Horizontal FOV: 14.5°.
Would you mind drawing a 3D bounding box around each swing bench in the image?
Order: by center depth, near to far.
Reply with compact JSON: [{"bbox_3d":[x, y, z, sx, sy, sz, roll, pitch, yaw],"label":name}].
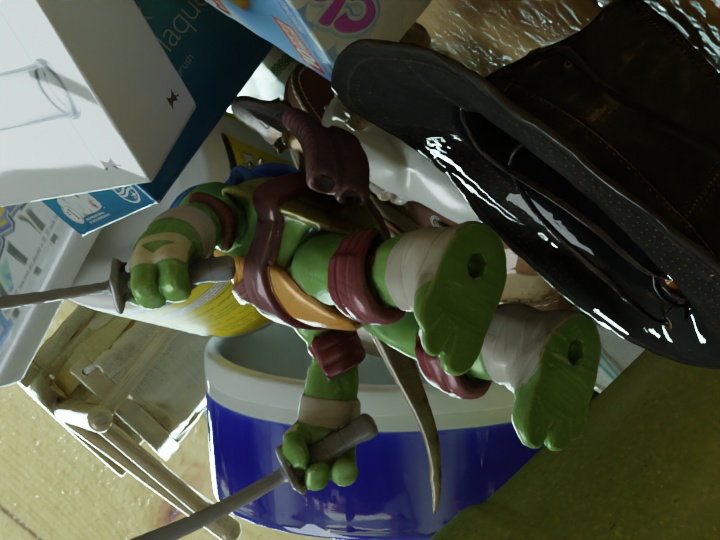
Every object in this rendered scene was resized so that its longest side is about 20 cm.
[{"bbox_3d":[-0.093,0.031,1.704,0.130,0.199,0.200,44,170,-26],"label":"swing bench"}]

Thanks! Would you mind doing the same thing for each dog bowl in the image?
[{"bbox_3d":[0.020,0.074,1.453,0.198,0.079,0.200,-1,-169,0],"label":"dog bowl"}]

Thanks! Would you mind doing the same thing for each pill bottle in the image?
[{"bbox_3d":[-0.081,-0.025,1.401,0.111,0.112,0.200,36,-173,21],"label":"pill bottle"}]

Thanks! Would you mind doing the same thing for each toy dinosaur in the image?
[{"bbox_3d":[0.000,0.000,1.221,0.201,0.060,0.106,67,-164,15],"label":"toy dinosaur"}]

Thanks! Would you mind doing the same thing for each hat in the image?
[{"bbox_3d":[0.087,-0.044,0.955,0.200,0.081,0.201,35,173,5],"label":"hat"}]

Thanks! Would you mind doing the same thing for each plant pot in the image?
[{"bbox_3d":[0.144,0.110,1.148,0.200,0.184,0.200,39,172,7],"label":"plant pot"}]

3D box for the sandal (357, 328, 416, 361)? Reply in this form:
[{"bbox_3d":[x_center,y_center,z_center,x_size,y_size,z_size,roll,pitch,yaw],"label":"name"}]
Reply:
[{"bbox_3d":[0.021,0.018,1.405,0.079,0.059,0.206,32,-173,30],"label":"sandal"}]

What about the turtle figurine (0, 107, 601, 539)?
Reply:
[{"bbox_3d":[-0.026,0.037,1.031,0.193,0.200,0.145,8,123,44],"label":"turtle figurine"}]

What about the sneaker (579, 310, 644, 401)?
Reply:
[{"bbox_3d":[0.087,0.021,1.295,0.200,0.080,0.070,34,172,42],"label":"sneaker"}]

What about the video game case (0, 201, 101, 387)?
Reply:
[{"bbox_3d":[-0.177,-0.077,1.309,0.183,0.022,0.200,52,133,24],"label":"video game case"}]

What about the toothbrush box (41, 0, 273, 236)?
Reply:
[{"bbox_3d":[-0.130,-0.137,1.139,0.200,0.147,0.085,42,154,-14],"label":"toothbrush box"}]

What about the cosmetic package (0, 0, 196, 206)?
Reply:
[{"bbox_3d":[-0.172,-0.111,1.027,0.150,0.052,0.201,-10,127,31],"label":"cosmetic package"}]

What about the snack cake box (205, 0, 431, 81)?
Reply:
[{"bbox_3d":[-0.057,-0.161,1.010,0.115,0.067,0.200,32,168,36],"label":"snack cake box"}]

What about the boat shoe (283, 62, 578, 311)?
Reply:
[{"bbox_3d":[0.033,-0.044,1.258,0.200,0.075,0.072,44,144,36],"label":"boat shoe"}]

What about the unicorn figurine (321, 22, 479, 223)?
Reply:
[{"bbox_3d":[0.038,-0.051,1.148,0.200,0.074,0.138,40,168,18],"label":"unicorn figurine"}]

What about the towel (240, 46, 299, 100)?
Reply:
[{"bbox_3d":[-0.041,-0.096,1.435,0.200,0.031,0.149,43,169,-5],"label":"towel"}]
